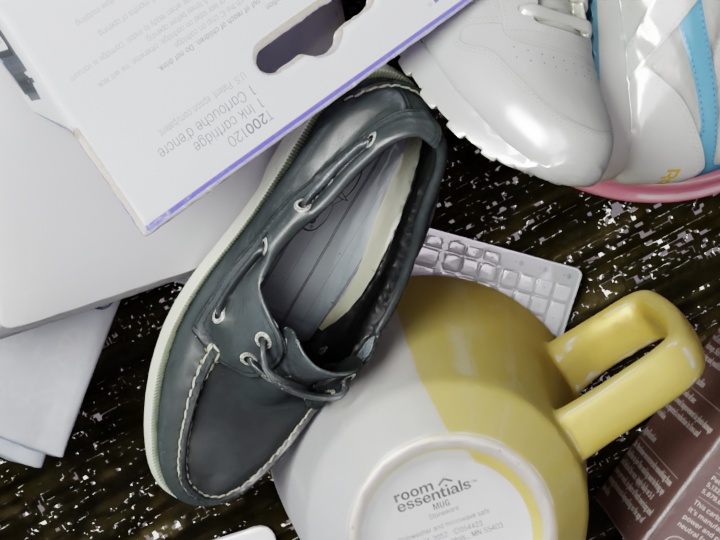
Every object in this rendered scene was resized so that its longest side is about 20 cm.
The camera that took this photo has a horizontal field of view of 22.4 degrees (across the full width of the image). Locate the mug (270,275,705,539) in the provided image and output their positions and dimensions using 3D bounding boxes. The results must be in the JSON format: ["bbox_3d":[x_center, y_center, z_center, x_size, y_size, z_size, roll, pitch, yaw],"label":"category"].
[{"bbox_3d":[0.041,0.073,0.780,0.149,0.153,0.187,26,99,-6],"label":"mug"}]

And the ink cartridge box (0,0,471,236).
[{"bbox_3d":[-0.061,-0.149,0.666,0.198,0.043,0.200,-36,106,-16],"label":"ink cartridge box"}]

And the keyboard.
[{"bbox_3d":[0.000,0.000,0.845,0.200,0.011,0.056,15,96,-4],"label":"keyboard"}]

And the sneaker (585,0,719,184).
[{"bbox_3d":[0.124,-0.136,0.758,0.081,0.077,0.200,-2,101,-15],"label":"sneaker"}]

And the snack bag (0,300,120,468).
[{"bbox_3d":[-0.175,-0.038,0.740,0.200,0.021,0.189,27,78,-32],"label":"snack bag"}]

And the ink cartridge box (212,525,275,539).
[{"bbox_3d":[-0.064,0.233,0.842,0.116,0.067,0.200,-18,98,0],"label":"ink cartridge box"}]

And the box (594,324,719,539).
[{"bbox_3d":[0.197,0.054,0.817,0.075,0.100,0.200,34,95,-6],"label":"box"}]

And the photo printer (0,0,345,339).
[{"bbox_3d":[-0.090,-0.076,0.741,0.200,0.069,0.167,-19,105,-35],"label":"photo printer"}]

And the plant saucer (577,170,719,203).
[{"bbox_3d":[0.136,-0.129,0.816,0.200,0.051,0.201,0,96,-3],"label":"plant saucer"}]

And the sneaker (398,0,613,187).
[{"bbox_3d":[0.056,-0.119,0.735,0.076,0.200,0.081,16,129,-44],"label":"sneaker"}]

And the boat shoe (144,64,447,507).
[{"bbox_3d":[-0.021,0.017,0.724,0.074,0.066,0.199,26,99,-35],"label":"boat shoe"}]
